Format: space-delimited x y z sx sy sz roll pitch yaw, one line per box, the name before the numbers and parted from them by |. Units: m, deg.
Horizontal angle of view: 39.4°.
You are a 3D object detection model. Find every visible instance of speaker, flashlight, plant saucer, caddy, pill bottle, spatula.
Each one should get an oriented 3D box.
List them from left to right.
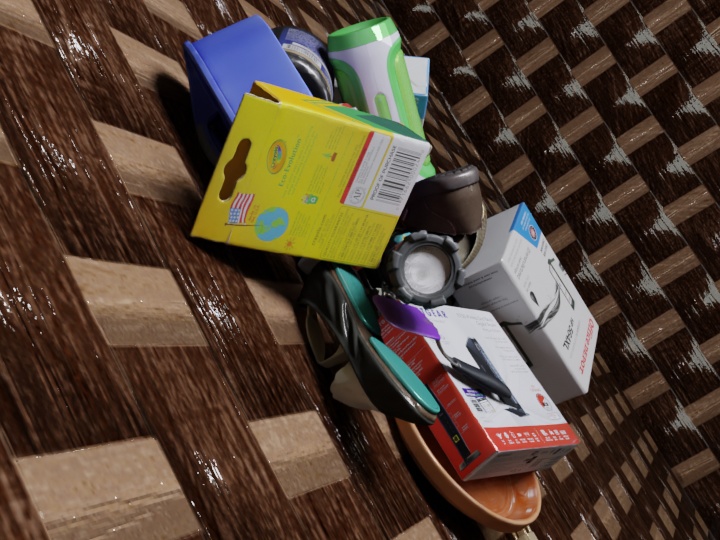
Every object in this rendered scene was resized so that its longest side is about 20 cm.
caddy | -0.100 -0.136 0.937 0.201 0.104 0.142 58 -7 21
pill bottle | -0.084 -0.208 1.120 0.112 0.111 0.201 51 16 -19
speaker | 0.025 -0.171 1.116 0.089 0.087 0.202 -81 156 -69
flashlight | 0.052 0.002 0.933 0.200 0.067 0.069 128 -28 -86
spatula | 0.082 0.075 0.929 0.200 0.021 0.057 39 10 -38
plant saucer | 0.101 0.175 1.008 0.200 0.032 0.201 38 23 -19

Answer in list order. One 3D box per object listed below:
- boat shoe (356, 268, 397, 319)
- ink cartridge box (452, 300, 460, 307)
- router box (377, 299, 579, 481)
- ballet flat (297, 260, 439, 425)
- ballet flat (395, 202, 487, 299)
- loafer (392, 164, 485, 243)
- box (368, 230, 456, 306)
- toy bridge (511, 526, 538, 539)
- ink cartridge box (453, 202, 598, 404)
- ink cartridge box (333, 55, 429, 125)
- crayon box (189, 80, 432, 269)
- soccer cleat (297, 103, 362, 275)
boat shoe | 0.000 0.000 1.059 0.201 0.057 0.067 58 15 4
ink cartridge box | 0.175 0.091 1.249 0.162 0.050 0.200 53 51 -20
router box | 0.119 0.120 1.026 0.199 0.049 0.180 10 42 -56
ballet flat | 0.000 0.073 0.866 0.068 0.068 0.201 35 16 -45
ballet flat | 0.095 -0.022 1.129 0.067 0.046 0.200 36 54 2
loafer | 0.065 -0.051 1.006 0.200 0.072 0.072 164 -90 -75
box | 0.062 0.004 1.191 0.200 0.049 0.083 34 67 -55
toy bridge | 0.139 0.222 1.101 0.201 0.027 0.067 61 14 20
ink cartridge box | 0.202 0.045 1.216 0.201 0.084 0.146 54 33 -17
ink cartridge box | 0.018 -0.176 1.267 0.201 0.113 0.069 97 -2 -54
crayon box | -0.047 -0.079 0.845 0.198 0.128 0.051 10 22 -41
soccer cleat | -0.028 -0.084 1.016 0.069 0.084 0.202 46 35 -52
